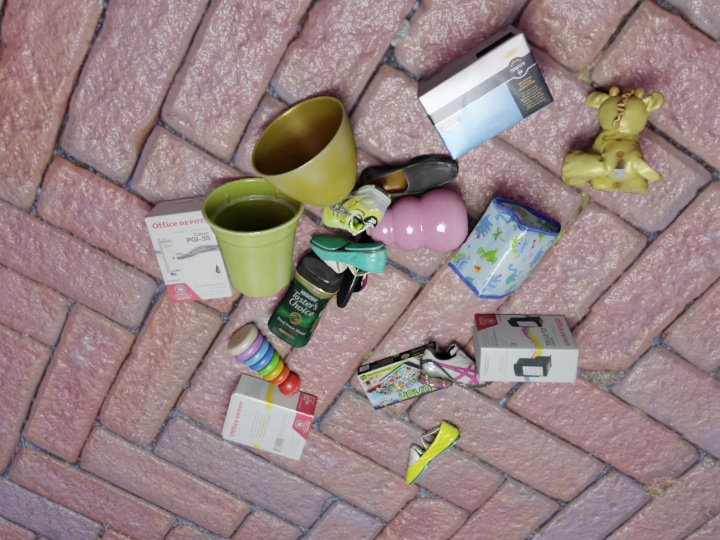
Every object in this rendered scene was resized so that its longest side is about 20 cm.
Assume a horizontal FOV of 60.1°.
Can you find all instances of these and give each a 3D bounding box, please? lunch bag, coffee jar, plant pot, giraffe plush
[{"bbox_3d":[0.297,-0.039,1.228,0.199,0.128,0.171,6,126,-44],"label":"lunch bag"},{"bbox_3d":[-0.117,0.062,1.343,0.104,0.085,0.201,32,115,4],"label":"coffee jar"},{"bbox_3d":[-0.209,-0.056,1.251,0.198,0.201,0.186,4,128,3],"label":"plant pot"},{"bbox_3d":[-0.083,-0.204,1.169,0.198,0.201,0.142,-24,134,16],"label":"plant pot"},{"bbox_3d":[0.459,-0.239,1.120,0.170,0.200,0.164,10,88,4],"label":"giraffe plush"}]

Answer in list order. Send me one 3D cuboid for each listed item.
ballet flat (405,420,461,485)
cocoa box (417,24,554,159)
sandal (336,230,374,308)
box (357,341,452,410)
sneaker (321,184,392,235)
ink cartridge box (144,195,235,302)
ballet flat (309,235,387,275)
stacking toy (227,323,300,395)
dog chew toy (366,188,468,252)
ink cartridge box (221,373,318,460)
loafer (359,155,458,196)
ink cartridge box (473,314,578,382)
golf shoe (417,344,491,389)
[{"bbox_3d":[0.163,0.445,1.534,0.067,0.067,0.200,43,111,7],"label":"ballet flat"},{"bbox_3d":[0.216,-0.315,1.101,0.199,0.134,0.132,-29,112,18],"label":"cocoa box"},{"bbox_3d":[0.000,0.000,1.316,0.045,0.075,0.201,15,115,-24],"label":"sandal"},{"bbox_3d":[0.104,0.247,1.448,0.198,0.035,0.111,-21,113,15],"label":"box"},{"bbox_3d":[-0.023,-0.110,1.212,0.075,0.077,0.199,33,156,-24],"label":"sneaker"},{"bbox_3d":[-0.352,-0.044,1.315,0.145,0.083,0.202,-6,116,8],"label":"ink cartridge box"},{"bbox_3d":[-0.029,-0.025,1.258,0.199,0.067,0.071,10,113,41],"label":"ballet flat"},{"bbox_3d":[-0.215,0.219,1.444,0.085,0.086,0.200,-31,116,19],"label":"stacking toy"},{"bbox_3d":[0.109,-0.093,1.225,0.197,0.125,0.126,-5,116,6],"label":"dog chew toy"},{"bbox_3d":[-0.218,0.353,1.502,0.198,0.084,0.146,18,116,-4],"label":"ink cartridge box"},{"bbox_3d":[0.095,-0.175,1.216,0.198,0.072,0.074,-11,114,10],"label":"loafer"},{"bbox_3d":[0.346,0.162,1.323,0.197,0.146,0.084,0,115,4],"label":"ink cartridge box"},{"bbox_3d":[0.223,0.213,1.381,0.198,0.072,0.093,6,97,-27],"label":"golf shoe"}]
